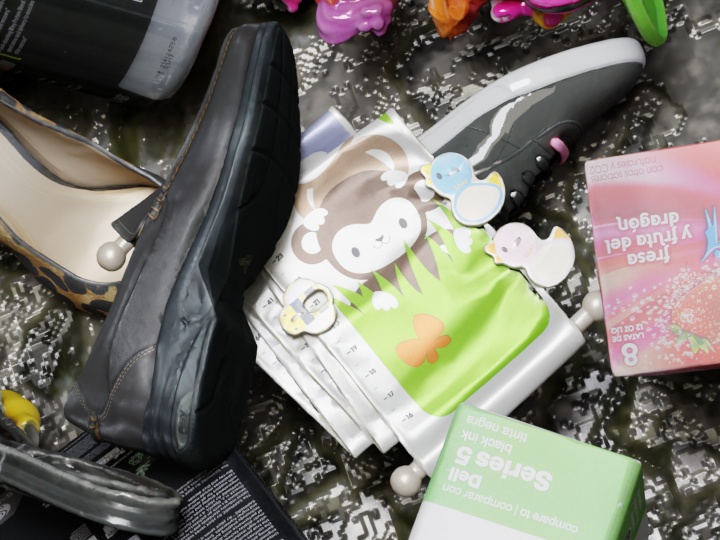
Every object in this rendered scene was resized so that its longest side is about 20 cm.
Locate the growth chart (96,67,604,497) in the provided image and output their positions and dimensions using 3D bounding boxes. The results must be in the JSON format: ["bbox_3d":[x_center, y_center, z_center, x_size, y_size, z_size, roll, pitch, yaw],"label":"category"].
[{"bbox_3d":[0.000,0.000,1.252,0.200,0.018,0.145,39,86,15],"label":"growth chart"}]

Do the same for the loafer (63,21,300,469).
[{"bbox_3d":[-0.076,-0.017,1.222,0.072,0.073,0.201,8,71,20],"label":"loafer"}]

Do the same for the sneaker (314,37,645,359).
[{"bbox_3d":[0.061,-0.022,1.291,0.199,0.071,0.099,-32,74,2],"label":"sneaker"}]

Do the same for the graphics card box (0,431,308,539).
[{"bbox_3d":[-0.087,0.133,1.213,0.125,0.051,0.200,-38,34,-4],"label":"graphics card box"}]

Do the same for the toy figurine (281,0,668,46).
[{"bbox_3d":[0.035,-0.159,1.305,0.183,0.150,0.201,-18,54,15],"label":"toy figurine"}]

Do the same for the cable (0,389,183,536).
[{"bbox_3d":[-0.154,0.070,1.227,0.200,0.097,0.051,10,84,54],"label":"cable"}]

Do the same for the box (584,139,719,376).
[{"bbox_3d":[0.205,-0.013,1.209,0.199,0.103,0.095,-8,86,15],"label":"box"}]

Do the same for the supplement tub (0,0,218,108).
[{"bbox_3d":[-0.169,-0.156,1.297,0.199,0.122,0.123,15,72,-21],"label":"supplement tub"}]

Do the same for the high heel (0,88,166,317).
[{"bbox_3d":[-0.136,-0.037,1.283,0.199,0.143,0.072,24,77,15],"label":"high heel"}]

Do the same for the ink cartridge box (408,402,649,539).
[{"bbox_3d":[0.051,0.175,1.182,0.084,0.146,0.201,18,75,12],"label":"ink cartridge box"}]
